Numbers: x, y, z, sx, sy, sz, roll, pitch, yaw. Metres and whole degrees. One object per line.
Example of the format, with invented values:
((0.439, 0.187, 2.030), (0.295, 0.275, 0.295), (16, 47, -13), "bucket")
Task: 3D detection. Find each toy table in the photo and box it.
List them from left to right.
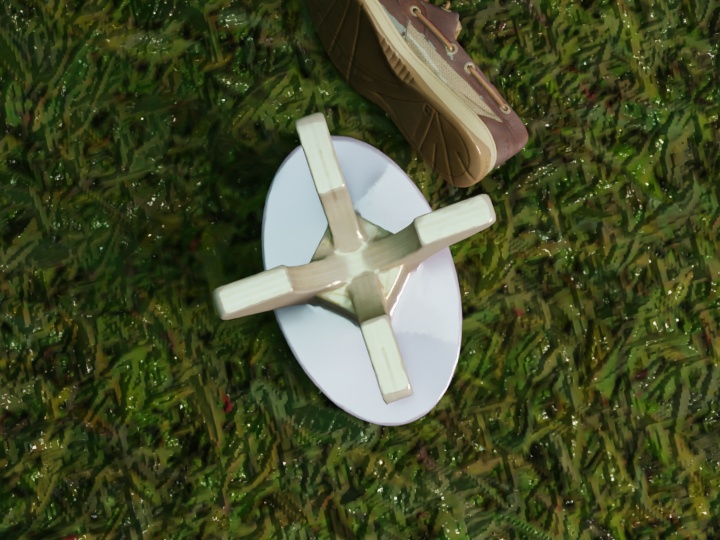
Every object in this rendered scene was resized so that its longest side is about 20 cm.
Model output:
((0.000, 0.000, 1.087), (0.183, 0.117, 0.201), (-30, 83, -1), "toy table")

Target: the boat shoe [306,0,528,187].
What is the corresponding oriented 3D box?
((0.038, -0.148, 1.132), (0.072, 0.072, 0.200), (-30, 71, -31), "boat shoe")
